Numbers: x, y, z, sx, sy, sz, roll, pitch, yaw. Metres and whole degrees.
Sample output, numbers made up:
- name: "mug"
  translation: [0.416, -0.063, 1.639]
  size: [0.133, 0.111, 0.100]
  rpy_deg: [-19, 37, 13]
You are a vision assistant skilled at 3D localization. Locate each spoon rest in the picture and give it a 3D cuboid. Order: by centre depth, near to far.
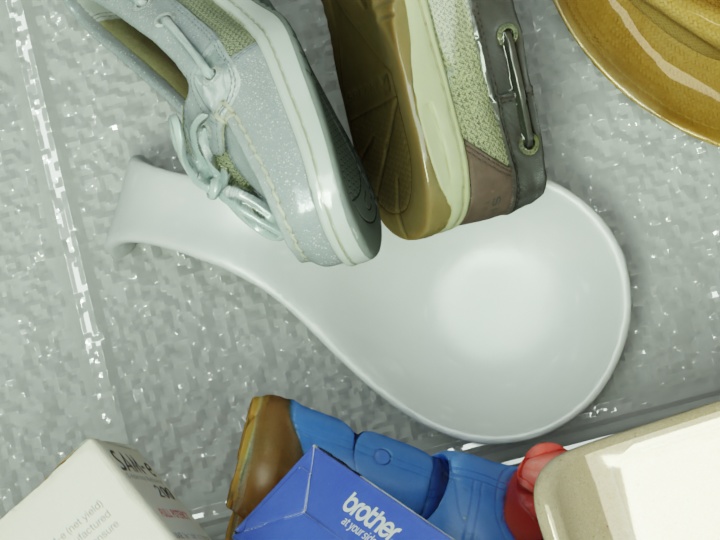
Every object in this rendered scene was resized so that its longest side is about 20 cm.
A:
- name: "spoon rest"
  translation: [0.000, 0.000, 1.022]
  size: [0.199, 0.061, 0.100]
  rpy_deg: [14, 87, 10]

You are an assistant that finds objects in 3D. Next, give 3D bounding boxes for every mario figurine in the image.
- name: "mario figurine"
  translation: [0.050, 0.106, 0.973]
  size: [0.199, 0.123, 0.107]
  rpy_deg: [9, 90, 2]

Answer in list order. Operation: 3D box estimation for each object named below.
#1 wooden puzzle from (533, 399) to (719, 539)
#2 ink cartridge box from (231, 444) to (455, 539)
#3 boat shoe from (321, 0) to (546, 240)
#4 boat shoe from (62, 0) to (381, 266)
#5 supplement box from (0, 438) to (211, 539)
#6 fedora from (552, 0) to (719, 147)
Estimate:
- name: "wooden puzzle"
  translation: [0.173, 0.117, 0.867]
  size: [0.199, 0.037, 0.186]
  rpy_deg: [-19, 87, 7]
- name: "ink cartridge box"
  translation: [0.047, 0.147, 0.915]
  size: [0.044, 0.094, 0.200]
  rpy_deg: [-45, 125, -10]
- name: "boat shoe"
  translation: [0.022, -0.113, 0.995]
  size: [0.065, 0.073, 0.201]
  rpy_deg: [-9, 92, -28]
- name: "boat shoe"
  translation: [-0.050, -0.062, 0.989]
  size: [0.065, 0.075, 0.202]
  rpy_deg: [-31, 46, -1]
- name: "supplement box"
  translation: [-0.061, 0.167, 0.867]
  size: [0.126, 0.074, 0.200]
  rpy_deg: [-40, 81, 3]
- name: "fedora"
  translation: [0.145, -0.126, 0.973]
  size: [0.200, 0.082, 0.202]
  rpy_deg: [5, 104, 22]
